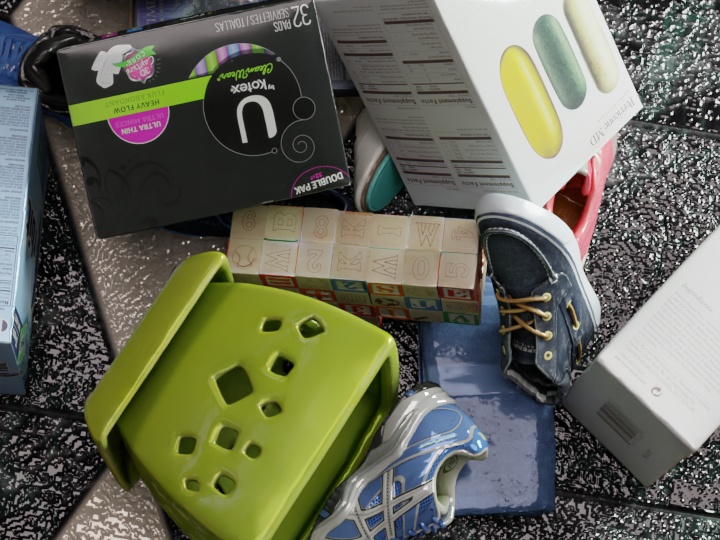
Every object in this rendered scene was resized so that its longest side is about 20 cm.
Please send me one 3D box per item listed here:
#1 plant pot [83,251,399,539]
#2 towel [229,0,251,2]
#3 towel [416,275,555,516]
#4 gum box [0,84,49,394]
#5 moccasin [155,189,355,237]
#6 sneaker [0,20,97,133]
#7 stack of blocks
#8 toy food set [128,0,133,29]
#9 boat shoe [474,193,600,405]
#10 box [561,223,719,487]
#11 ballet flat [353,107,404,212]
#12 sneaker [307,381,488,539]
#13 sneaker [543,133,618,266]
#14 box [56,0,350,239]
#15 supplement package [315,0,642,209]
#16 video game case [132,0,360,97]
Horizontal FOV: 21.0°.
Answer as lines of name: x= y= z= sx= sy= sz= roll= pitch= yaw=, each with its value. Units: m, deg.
plant pot: x=-0.096 y=0.113 z=1.499 sx=0.180 sy=0.199 sz=0.201 roll=30 pitch=74 yaw=10
towel: x=-0.148 y=-0.279 z=1.607 sx=0.198 sy=0.033 sz=0.191 roll=10 pitch=32 yaw=15
towel: x=0.103 y=0.104 z=1.595 sx=0.110 sy=0.049 sz=0.202 roll=0 pitch=73 yaw=-6
gum box: x=-0.278 y=-0.020 z=1.527 sx=0.044 sy=0.170 sz=0.202 roll=5 pitch=73 yaw=-5
moccasin: x=-0.099 y=-0.068 z=1.611 sx=0.198 sy=0.068 sz=0.081 roll=5 pitch=74 yaw=-2
sneaker: x=-0.276 y=-0.174 z=1.601 sx=0.199 sy=0.111 sz=0.077 roll=28 pitch=73 yaw=3
stack of blocks: x=0.000 y=0.000 z=1.558 sx=0.198 sy=0.115 sz=0.059 roll=4 pitch=71 yaw=9
toy food set: x=-0.099 y=-0.207 z=1.658 sx=0.196 sy=0.049 sz=0.202 roll=-6 pitch=69 yaw=-7
boat shoe: x=0.133 y=0.026 z=1.505 sx=0.070 sy=0.200 sz=0.092 roll=5 pitch=62 yaw=30
box: x=0.275 y=0.057 z=1.572 sx=0.106 sy=0.152 sz=0.200 roll=43 pitch=75 yaw=8
ballet flat: x=0.037 y=-0.133 z=1.655 sx=0.069 sy=0.070 sz=0.201 roll=35 pitch=69 yaw=5
sneaker: x=0.024 y=0.188 z=1.519 sx=0.077 sy=0.076 sz=0.201 roll=35 pitch=98 yaw=25
sneaker: x=0.185 y=-0.088 z=1.638 sx=0.073 sy=0.087 sz=0.202 roll=12 pitch=73 yaw=-3
box: x=-0.120 y=-0.122 z=1.501 sx=0.198 sy=0.124 sz=0.150 roll=-13 pitch=99 yaw=-2
supplement package: x=0.095 y=-0.173 z=1.551 sx=0.152 sy=0.150 sz=0.201 roll=-43 pitch=119 yaw=-28
video game case: x=-0.091 y=-0.211 z=1.624 sx=0.198 sy=0.019 sz=0.144 roll=-2 pitch=69 yaw=-4
